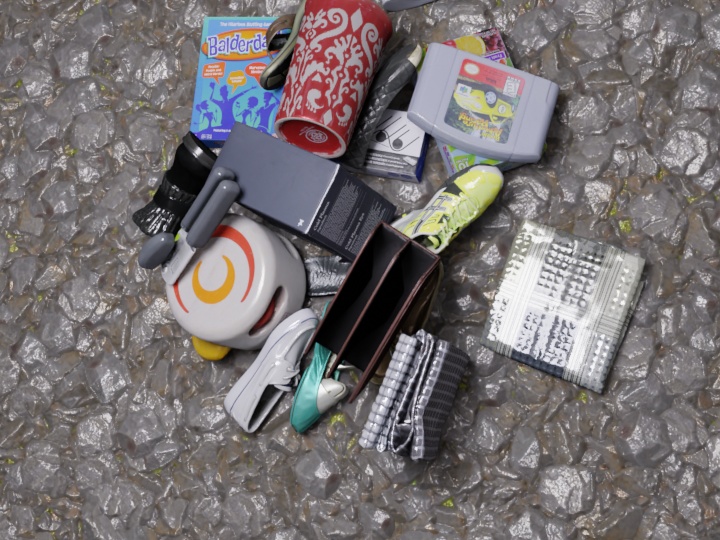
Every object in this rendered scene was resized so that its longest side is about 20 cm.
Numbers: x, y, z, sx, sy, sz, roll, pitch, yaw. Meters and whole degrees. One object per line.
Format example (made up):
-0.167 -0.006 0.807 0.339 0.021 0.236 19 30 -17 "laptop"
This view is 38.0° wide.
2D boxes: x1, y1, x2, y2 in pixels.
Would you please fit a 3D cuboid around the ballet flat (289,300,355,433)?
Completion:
-0.042 0.142 1.503 0.070 0.067 0.203 14 82 26 "ballet flat"

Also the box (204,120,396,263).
-0.081 -0.105 1.475 0.198 0.182 0.105 25 89 31 "box"

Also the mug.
-0.042 -0.263 1.484 0.131 0.178 0.203 14 69 6 "mug"

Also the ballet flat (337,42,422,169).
0.029 -0.239 1.508 0.056 0.067 0.201 31 105 -19 "ballet flat"

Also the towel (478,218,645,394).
0.285 0.045 1.469 0.190 0.035 0.203 20 87 19 "towel"

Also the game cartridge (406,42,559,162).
0.171 -0.229 1.466 0.197 0.041 0.135 18 77 0 "game cartridge"

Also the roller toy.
-0.177 0.021 1.522 0.180 0.139 0.203 -10 75 22 "roller toy"

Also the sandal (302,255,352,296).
0.000 0.001 1.531 0.197 0.048 0.077 -12 78 11 "sandal"

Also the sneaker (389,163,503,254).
0.121 -0.068 1.453 0.199 0.075 0.077 -40 31 15 "sneaker"

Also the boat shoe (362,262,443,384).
0.058 0.069 1.485 0.072 0.063 0.202 24 92 -6 "boat shoe"

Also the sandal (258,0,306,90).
-0.109 -0.355 1.570 0.057 0.080 0.203 22 68 2 "sandal"

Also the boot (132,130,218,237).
-0.269 -0.115 1.543 0.079 0.211 0.158 40 86 -5 "boot"

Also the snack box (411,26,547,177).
0.167 -0.238 1.514 0.140 0.053 0.203 -18 76 -8 "snack box"

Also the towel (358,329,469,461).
0.082 0.171 1.403 0.085 0.200 0.168 20 86 15 "towel"

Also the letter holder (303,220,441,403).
0.008 0.056 1.384 0.100 0.142 0.202 31 108 4 "letter holder"

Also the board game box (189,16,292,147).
-0.180 -0.293 1.629 0.150 0.045 0.203 2 79 14 "board game box"

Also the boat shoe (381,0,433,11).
0.123 -0.451 1.576 0.197 0.071 0.071 -11 80 18 "boat shoe"

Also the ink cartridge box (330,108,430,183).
0.001 -0.197 1.568 0.197 0.044 0.095 11 81 15 "ink cartridge box"

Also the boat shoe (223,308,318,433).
-0.116 0.148 1.513 0.065 0.073 0.201 45 108 29 "boat shoe"

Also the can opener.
-0.233 -0.058 1.431 0.200 0.066 0.053 -48 52 28 "can opener"
